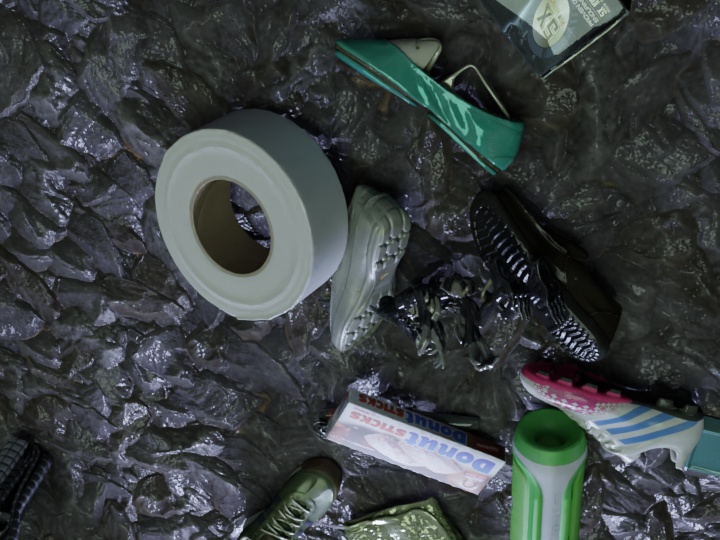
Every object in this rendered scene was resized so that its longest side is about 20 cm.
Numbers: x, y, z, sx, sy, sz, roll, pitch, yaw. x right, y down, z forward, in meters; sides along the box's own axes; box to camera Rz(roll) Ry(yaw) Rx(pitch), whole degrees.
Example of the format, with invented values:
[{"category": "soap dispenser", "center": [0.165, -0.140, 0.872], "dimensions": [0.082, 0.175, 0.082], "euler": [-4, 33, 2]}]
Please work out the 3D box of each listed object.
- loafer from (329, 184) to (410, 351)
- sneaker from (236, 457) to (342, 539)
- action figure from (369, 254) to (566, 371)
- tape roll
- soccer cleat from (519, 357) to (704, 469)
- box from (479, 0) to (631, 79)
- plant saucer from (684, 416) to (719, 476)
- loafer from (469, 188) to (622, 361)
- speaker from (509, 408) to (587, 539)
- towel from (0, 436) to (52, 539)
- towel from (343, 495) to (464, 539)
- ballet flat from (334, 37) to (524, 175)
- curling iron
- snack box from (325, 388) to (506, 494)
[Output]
[{"category": "loafer", "center": [0.000, 0.000, 1.074], "dimensions": [0.070, 0.069, 0.202], "euler": [44, 135, 29]}, {"category": "sneaker", "center": [-0.097, 0.322, 1.276], "dimensions": [0.067, 0.090, 0.200], "euler": [39, 123, -8]}, {"category": "action figure", "center": [0.093, 0.048, 0.996], "dimensions": [0.198, 0.117, 0.104], "euler": [-18, 78, 45]}, {"category": "tape roll", "center": [-0.111, -0.055, 1.033], "dimensions": [0.199, 0.071, 0.206], "euler": [15, 120, 27]}, {"category": "soccer cleat", "center": [0.258, 0.155, 1.072], "dimensions": [0.196, 0.070, 0.088], "euler": [14, 107, 6]}, {"category": "box", "center": [0.123, -0.278, 0.801], "dimensions": [0.086, 0.165, 0.200], "euler": [-33, 108, 30]}, {"category": "plant saucer", "center": [0.443, 0.205, 1.084], "dimensions": [0.196, 0.019, 0.071], "euler": [11, 123, 9]}, {"category": "loafer", "center": [0.185, -0.004, 1.014], "dimensions": [0.201, 0.071, 0.073], "euler": [52, 153, -4]}, {"category": "speaker", "center": [0.208, 0.257, 1.146], "dimensions": [0.087, 0.089, 0.203], "euler": [5, 122, 14]}, {"category": "towel", "center": [-0.494, 0.339, 1.366], "dimensions": [0.085, 0.167, 0.200], "euler": [34, 125, -10]}, {"category": "towel", "center": [0.078, 0.374, 1.288], "dimensions": [0.147, 0.037, 0.202], "euler": [-23, 111, 29]}, {"category": "ballet flat", "center": [0.071, -0.173, 0.950], "dimensions": [0.198, 0.067, 0.071], "euler": [36, 100, -6]}, {"category": "curling iron", "center": [0.040, 0.176, 1.188], "dimensions": [0.196, 0.026, 0.050], "euler": [-5, 140, 14]}, {"category": "snack box", "center": [0.063, 0.196, 1.165], "dimensions": [0.197, 0.025, 0.072], "euler": [22, 130, -11]}]
